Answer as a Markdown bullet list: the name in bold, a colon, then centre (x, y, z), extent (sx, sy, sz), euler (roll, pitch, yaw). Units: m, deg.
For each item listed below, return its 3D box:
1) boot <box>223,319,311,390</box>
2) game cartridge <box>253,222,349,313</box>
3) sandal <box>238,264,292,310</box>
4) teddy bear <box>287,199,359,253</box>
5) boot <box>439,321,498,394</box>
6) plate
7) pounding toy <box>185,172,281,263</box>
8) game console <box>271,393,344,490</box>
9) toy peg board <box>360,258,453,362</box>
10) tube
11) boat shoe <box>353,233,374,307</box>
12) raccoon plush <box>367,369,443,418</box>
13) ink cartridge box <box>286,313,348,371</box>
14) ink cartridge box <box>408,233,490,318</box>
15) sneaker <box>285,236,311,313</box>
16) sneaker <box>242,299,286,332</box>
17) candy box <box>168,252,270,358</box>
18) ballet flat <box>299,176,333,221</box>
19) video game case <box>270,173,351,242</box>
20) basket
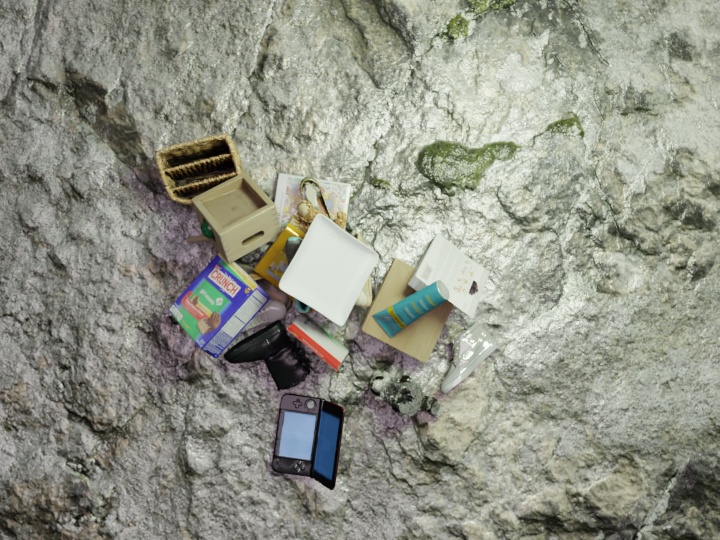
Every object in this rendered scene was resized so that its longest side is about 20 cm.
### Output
- **boot**: centre (-0.235, 0.236, 1.570), extent (0.196, 0.073, 0.164), euler (-28, 102, 12)
- **game cartridge**: centre (-0.148, 0.001, 1.543), extent (0.199, 0.033, 0.176), euler (38, 124, -8)
- **sandal**: centre (-0.267, 0.045, 1.588), extent (0.198, 0.054, 0.081), euler (29, 86, 0)
- **teddy bear**: centre (-0.089, -0.096, 1.531), extent (0.197, 0.067, 0.147), euler (18, 115, 1)
- **boot**: centre (0.259, 0.224, 1.593), extent (0.199, 0.074, 0.096), euler (-41, 83, -12)
- **plate**: centre (-0.076, -0.001, 1.460), extent (0.199, 0.032, 0.202), euler (33, 80, -26)
- **pounding toy**: centre (-0.328, -0.116, 1.520), extent (0.198, 0.143, 0.184), euler (-31, 54, -20)
- **game console**: centre (-0.134, 0.427, 1.537), extent (0.169, 0.119, 0.204), euler (8, 86, -2)
- **toy peg board**: centre (0.117, 0.099, 1.590), extent (0.197, 0.098, 0.203), euler (27, 87, -16)
- **tube**: centre (0.123, 0.092, 1.475), extent (0.199, 0.050, 0.078), euler (-34, 100, 31)
- **boat shoe**: centre (0.000, 0.000, 1.578), extent (0.064, 0.072, 0.203), euler (15, 56, -25)
- **raccoon plush**: centre (0.104, 0.334, 1.587), extent (0.200, 0.133, 0.097), euler (46, 68, -30)
- **ink cartridge box**: centre (-0.103, 0.172, 1.513), extent (0.160, 0.200, 0.050), euler (39, 86, 0)
- **ink cartridge box**: centre (0.227, 0.019, 1.549), extent (0.175, 0.045, 0.201), euler (37, 42, -2)
- **sneaker**: centre (-0.141, 0.017, 1.479), extent (0.076, 0.092, 0.203), euler (-5, 122, 16)
- **sneaker**: centre (-0.286, 0.131, 1.560), extent (0.196, 0.085, 0.074), euler (-10, 120, 3)
- **candy box**: centre (-0.349, 0.082, 1.506), extent (0.200, 0.077, 0.169), euler (-48, 57, -6)
- **ballet flat**: centre (-0.109, -0.148, 1.578), extent (0.070, 0.071, 0.203), euler (-20, 87, -3)
- **video game case**: centre (-0.133, -0.153, 1.621), extent (0.196, 0.023, 0.186), euler (8, 86, -2)
- **basket**: centre (-0.401, -0.244, 1.555), extent (0.196, 0.149, 0.146), euler (-13, 87, -3)
